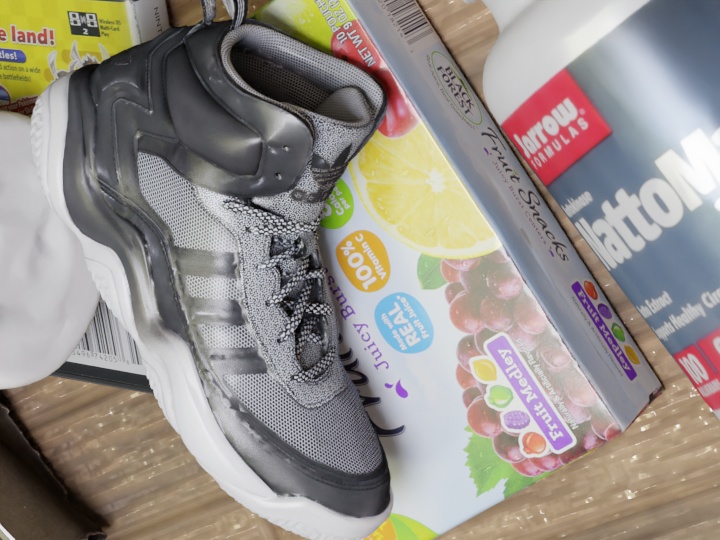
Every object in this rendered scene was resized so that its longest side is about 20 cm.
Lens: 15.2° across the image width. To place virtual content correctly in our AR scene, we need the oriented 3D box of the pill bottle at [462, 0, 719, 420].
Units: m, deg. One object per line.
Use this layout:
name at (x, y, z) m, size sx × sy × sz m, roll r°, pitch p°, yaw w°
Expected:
pill bottle at (0.110, -0.058, 0.871) m, size 0.200 × 0.119 × 0.120 m, roll 53°, pitch 133°, yaw 3°

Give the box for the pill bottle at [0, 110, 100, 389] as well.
pill bottle at (-0.211, -0.006, 1.115) m, size 0.199 × 0.111 × 0.111 m, roll -1°, pitch 112°, yaw 39°

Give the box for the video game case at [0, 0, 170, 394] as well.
video game case at (-0.151, -0.043, 1.142) m, size 0.199 × 0.025 × 0.182 m, roll 8°, pitch 117°, yaw 35°

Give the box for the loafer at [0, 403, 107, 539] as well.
loafer at (-0.147, 0.115, 1.193) m, size 0.071 × 0.073 × 0.200 m, roll -15°, pitch 114°, yaw 37°

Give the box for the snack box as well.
snack box at (0.000, 0.000, 1.015) m, size 0.142 × 0.053 × 0.200 m, roll -33°, pitch 91°, yaw 32°

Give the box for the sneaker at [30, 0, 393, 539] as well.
sneaker at (-0.029, -0.005, 0.951) m, size 0.114 × 0.075 × 0.200 m, roll -35°, pitch 86°, yaw 33°
